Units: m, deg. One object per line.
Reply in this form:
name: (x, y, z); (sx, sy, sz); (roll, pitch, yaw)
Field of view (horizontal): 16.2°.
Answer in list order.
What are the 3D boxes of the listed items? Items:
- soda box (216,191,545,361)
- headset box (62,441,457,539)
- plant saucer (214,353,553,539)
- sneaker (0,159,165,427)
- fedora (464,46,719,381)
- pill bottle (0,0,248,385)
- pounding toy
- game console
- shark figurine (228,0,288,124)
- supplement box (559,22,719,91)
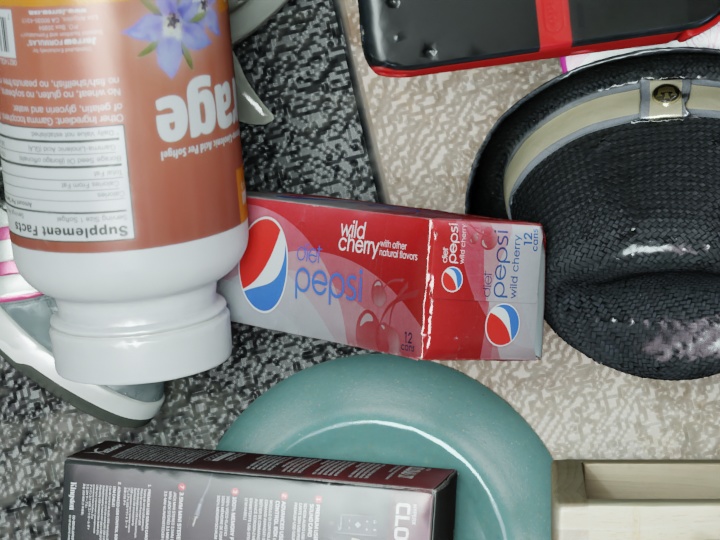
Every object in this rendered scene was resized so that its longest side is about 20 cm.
soda box: (0.000, 0.000, 1.174); (0.070, 0.200, 0.064); (2, 94, -34)
headset box: (-0.040, 0.165, 1.201); (0.199, 0.075, 0.149); (3, 94, 10)
plant saucer: (0.007, 0.143, 1.256); (0.199, 0.036, 0.201); (0, 92, 11)
sneaker: (-0.148, -0.027, 1.257); (0.200, 0.084, 0.121); (43, 108, 7)
fedora: (0.147, -0.008, 1.151); (0.200, 0.092, 0.201); (2, 134, 2)
pill bottle: (-0.110, -0.054, 1.165); (0.112, 0.112, 0.201); (-3, 104, 10)
pounding toy: (0.150, 0.167, 1.138); (0.183, 0.200, 0.143); (0, 93, 4)
game console: (0.076, -0.192, 1.092); (0.176, 0.031, 0.201); (-8, 97, -10)
shark figurine: (-0.056, -0.155, 1.226); (0.128, 0.090, 0.215); (43, 98, -2)
supplement box: (0.186, -0.151, 1.177); (0.199, 0.103, 0.102); (-12, 91, 12)
